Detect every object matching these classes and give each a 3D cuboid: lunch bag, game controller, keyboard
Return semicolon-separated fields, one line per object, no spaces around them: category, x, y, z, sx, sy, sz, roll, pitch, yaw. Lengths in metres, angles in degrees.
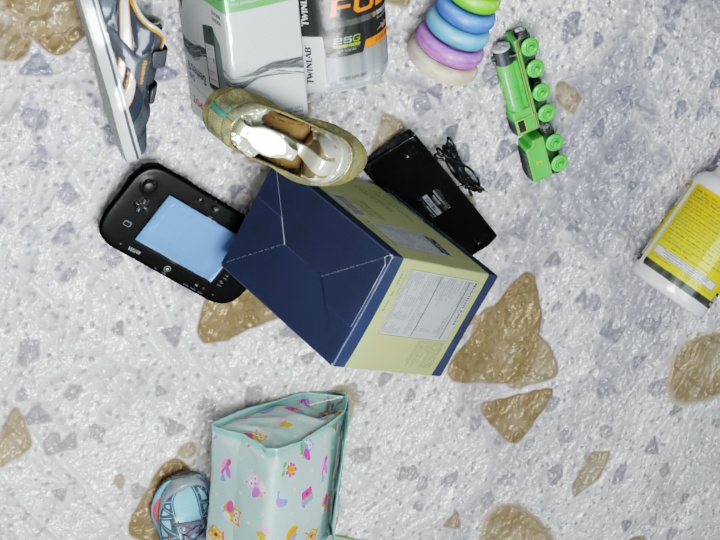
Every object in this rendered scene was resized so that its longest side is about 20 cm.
lunch bag;-0.081;0.242;1.855;0.199;0.121;0.172;-18;118;-53
game controller;-0.186;-0.038;1.714;0.199;0.042;0.105;31;96;-36
keyboard;0.092;-0.094;1.855;0.104;0.040;0.200;-30;129;16

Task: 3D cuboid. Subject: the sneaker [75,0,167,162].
sneaker;-0.228;-0.208;1.584;0.079;0.078;0.201;-18;120;-14

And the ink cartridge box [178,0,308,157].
ink cartridge box;-0.120;-0.235;1.587;0.083;0.146;0.202;-16;121;-20

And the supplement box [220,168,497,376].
supplement box;0.000;0.000;1.703;0.199;0.200;0.135;10;114;-52

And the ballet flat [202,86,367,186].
ballet flat;-0.065;-0.120;1.546;0.199;0.071;0.071;22;102;-36

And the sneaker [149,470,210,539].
sneaker;-0.195;0.331;1.858;0.079;0.095;0.202;-11;118;-25

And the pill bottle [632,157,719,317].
pill bottle;0.445;-0.051;2.014;0.112;0.112;0.201;30;98;-36

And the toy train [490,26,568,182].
toy train;0.196;-0.192;1.853;0.056;0.042;0.201;-23;123;-5

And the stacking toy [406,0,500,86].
stacking toy;0.125;-0.300;1.695;0.085;0.086;0.201;5;130;-30

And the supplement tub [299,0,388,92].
supplement tub;-0.036;-0.294;1.620;0.122;0.122;0.202;-17;121;-21

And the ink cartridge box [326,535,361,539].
ink cartridge box;-0.039;0.444;2.008;0.145;0.084;0.201;18;104;-34
